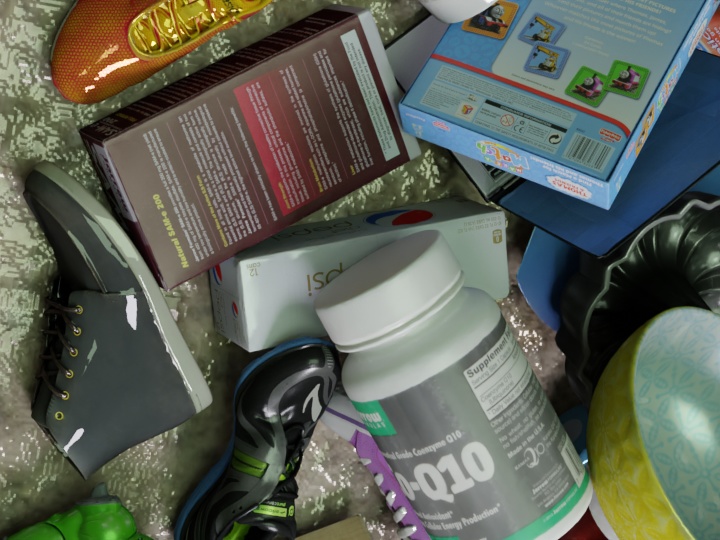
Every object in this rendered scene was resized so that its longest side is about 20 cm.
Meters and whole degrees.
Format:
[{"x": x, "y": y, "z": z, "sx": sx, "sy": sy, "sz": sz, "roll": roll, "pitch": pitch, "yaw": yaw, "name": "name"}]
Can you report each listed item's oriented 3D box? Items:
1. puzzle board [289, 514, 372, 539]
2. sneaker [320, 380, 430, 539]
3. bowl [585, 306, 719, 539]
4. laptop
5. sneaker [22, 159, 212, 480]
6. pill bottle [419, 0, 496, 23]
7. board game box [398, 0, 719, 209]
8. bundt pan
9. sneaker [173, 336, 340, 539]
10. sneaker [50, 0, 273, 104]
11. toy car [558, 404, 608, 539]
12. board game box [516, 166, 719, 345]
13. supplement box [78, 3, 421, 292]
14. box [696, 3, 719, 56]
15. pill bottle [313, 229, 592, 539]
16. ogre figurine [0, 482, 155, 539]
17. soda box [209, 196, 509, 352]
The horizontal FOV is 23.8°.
[{"x": -0.062, "y": 0.270, "z": 1.172, "sx": 0.198, "sy": 0.017, "sz": 0.152, "roll": -18, "pitch": 69, "yaw": -16, "name": "puzzle board"}, {"x": 0.035, "y": 0.166, "z": 1.198, "sx": 0.199, "sy": 0.073, "sz": 0.115, "roll": 33, "pitch": 95, "yaw": -5, "name": "sneaker"}, {"x": 0.215, "y": 0.138, "z": 1.153, "sx": 0.199, "sy": 0.107, "sz": 0.202, "roll": 24, "pitch": 50, "yaw": -32, "name": "bowl"}, {"x": 0.150, "y": -0.132, "z": 1.139, "sx": 0.187, "sy": 0.116, "sz": 0.201, "roll": -37, "pitch": 89, "yaw": -14, "name": "laptop"}, {"x": -0.180, "y": 0.036, "z": 1.081, "sx": 0.106, "sy": 0.075, "sz": 0.201, "roll": -35, "pitch": 115, "yaw": -17, "name": "sneaker"}, {"x": 0.023, "y": -0.260, "z": 1.088, "sx": 0.200, "sy": 0.116, "sz": 0.117, "roll": 44, "pitch": 82, "yaw": -26, "name": "pill bottle"}, {"x": 0.137, "y": -0.151, "z": 1.125, "sx": 0.201, "sy": 0.150, "sz": 0.037, "roll": -59, "pitch": 157, "yaw": -22, "name": "board game box"}, {"x": 0.225, "y": 0.032, "z": 1.238, "sx": 0.200, "sy": 0.076, "sz": 0.204, "roll": -10, "pitch": 113, "yaw": -23, "name": "bundt pan"}, {"x": -0.058, "y": 0.133, "z": 1.136, "sx": 0.070, "sy": 0.083, "sz": 0.201, "roll": 10, "pitch": 115, "yaw": -38, "name": "sneaker"}, {"x": -0.109, "y": -0.172, "z": 1.065, "sx": 0.199, "sy": 0.077, "sz": 0.073, "roll": -36, "pitch": 116, "yaw": -3, "name": "sneaker"}, {"x": 0.216, "y": 0.228, "z": 1.245, "sx": 0.184, "sy": 0.200, "sz": 0.177, "roll": 42, "pitch": 83, "yaw": -27, "name": "toy car"}, {"x": 0.192, "y": -0.045, "z": 1.264, "sx": 0.157, "sy": 0.039, "sz": 0.202, "roll": 14, "pitch": 103, "yaw": -29, "name": "board game box"}, {"x": -0.070, "y": -0.083, "z": 1.115, "sx": 0.199, "sy": 0.061, "sz": 0.110, "roll": -28, "pitch": 112, "yaw": -18, "name": "supplement box"}, {"x": 0.319, "y": -0.226, "z": 1.246, "sx": 0.200, "sy": 0.100, "sz": 0.096, "roll": -41, "pitch": 115, "yaw": -11, "name": "box"}, {"x": 0.058, "y": 0.083, "z": 1.099, "sx": 0.113, "sy": 0.113, "sz": 0.201, "roll": -33, "pitch": 102, "yaw": -15, "name": "pill bottle"}, {"x": -0.157, "y": 0.231, "z": 1.108, "sx": 0.120, "sy": 0.200, "sz": 0.098, "roll": -45, "pitch": 158, "yaw": -4, "name": "ogre figurine"}, {"x": 0.000, "y": 0.000, "z": 1.163, "sx": 0.198, "sy": 0.068, "sz": 0.064, "roll": -12, "pitch": 106, "yaw": -23, "name": "soda box"}]
